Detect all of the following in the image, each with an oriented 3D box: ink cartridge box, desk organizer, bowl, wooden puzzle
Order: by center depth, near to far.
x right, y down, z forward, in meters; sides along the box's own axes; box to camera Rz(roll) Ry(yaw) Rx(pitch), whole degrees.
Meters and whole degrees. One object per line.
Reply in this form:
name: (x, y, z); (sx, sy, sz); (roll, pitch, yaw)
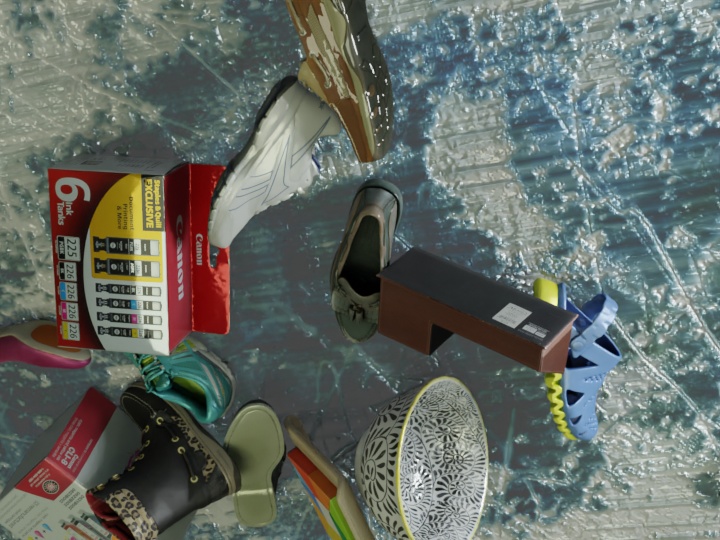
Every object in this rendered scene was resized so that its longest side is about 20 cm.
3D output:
desk organizer: (0.116, 0.055, 1.244); (0.200, 0.072, 0.077); (24, 129, 28)
ink cartridge box: (-0.235, -0.017, 1.293); (0.175, 0.084, 0.201); (3, 107, 10)
bowl: (0.056, 0.218, 1.335); (0.094, 0.201, 0.201); (-3, 122, 34)
wooden puzzle: (-0.027, 0.280, 1.393); (0.037, 0.200, 0.185); (-29, 116, -10)
ink cartridge box: (-0.320, 0.281, 1.487); (0.200, 0.145, 0.145); (41, 121, -13)

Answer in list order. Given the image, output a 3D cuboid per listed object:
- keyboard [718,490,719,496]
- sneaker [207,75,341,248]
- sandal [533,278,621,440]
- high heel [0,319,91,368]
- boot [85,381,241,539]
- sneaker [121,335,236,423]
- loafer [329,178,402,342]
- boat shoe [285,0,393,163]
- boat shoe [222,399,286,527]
keyboard: (0.513, 0.233, 1.332); (0.199, 0.021, 0.127); (11, 123, 6)
sneaker: (-0.093, -0.098, 1.232); (0.087, 0.075, 0.200); (29, 113, -15)
sandal: (0.239, 0.098, 1.284); (0.087, 0.080, 0.201); (-7, 120, 13)
high heel: (-0.415, 0.108, 1.443); (0.199, 0.067, 0.096); (14, 113, 11)
boot: (-0.254, 0.226, 1.397); (0.200, 0.150, 0.073); (39, 144, 26)
sneaker: (-0.231, 0.101, 1.394); (0.200, 0.080, 0.078); (37, 122, -8)
loafer: (0.000, 0.000, 1.286); (0.072, 0.063, 0.201); (12, 123, 6)
boat shoe: (-0.022, -0.203, 1.168); (0.074, 0.076, 0.201); (-7, 111, 23)
boat shoe: (-0.126, 0.220, 1.451); (0.074, 0.066, 0.200); (-4, 127, -1)
